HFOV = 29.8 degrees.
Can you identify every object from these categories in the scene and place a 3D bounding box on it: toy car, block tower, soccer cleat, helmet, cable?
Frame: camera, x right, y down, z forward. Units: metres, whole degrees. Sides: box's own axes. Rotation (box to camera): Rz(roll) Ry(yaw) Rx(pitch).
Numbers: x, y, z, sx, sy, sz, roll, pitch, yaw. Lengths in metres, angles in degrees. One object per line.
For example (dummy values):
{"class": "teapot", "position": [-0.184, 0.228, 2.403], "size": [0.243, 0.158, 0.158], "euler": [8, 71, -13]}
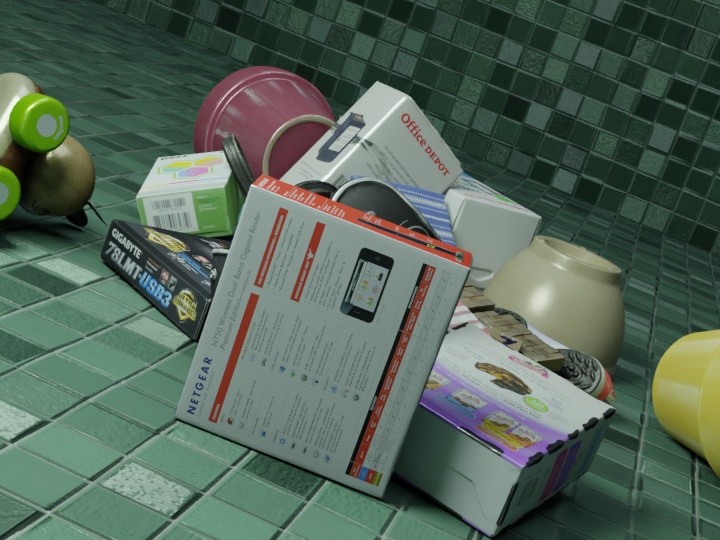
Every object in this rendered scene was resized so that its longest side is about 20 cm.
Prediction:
{"class": "toy car", "position": [-0.334, -0.088, 1.388], "size": [0.164, 0.159, 0.200], "euler": [21, -16, 45]}
{"class": "block tower", "position": [0.135, 0.068, 1.526], "size": [0.054, 0.058, 0.200], "euler": [-6, 34, -44]}
{"class": "soccer cleat", "position": [0.206, 0.105, 1.563], "size": [0.199, 0.069, 0.073], "euler": [27, -10, 40]}
{"class": "helmet", "position": [-0.033, 0.017, 1.223], "size": [0.199, 0.191, 0.200], "euler": [37, -15, 11]}
{"class": "cable", "position": [-0.100, -0.061, 1.546], "size": [0.050, 0.202, 0.097], "euler": [-19, -6, 11]}

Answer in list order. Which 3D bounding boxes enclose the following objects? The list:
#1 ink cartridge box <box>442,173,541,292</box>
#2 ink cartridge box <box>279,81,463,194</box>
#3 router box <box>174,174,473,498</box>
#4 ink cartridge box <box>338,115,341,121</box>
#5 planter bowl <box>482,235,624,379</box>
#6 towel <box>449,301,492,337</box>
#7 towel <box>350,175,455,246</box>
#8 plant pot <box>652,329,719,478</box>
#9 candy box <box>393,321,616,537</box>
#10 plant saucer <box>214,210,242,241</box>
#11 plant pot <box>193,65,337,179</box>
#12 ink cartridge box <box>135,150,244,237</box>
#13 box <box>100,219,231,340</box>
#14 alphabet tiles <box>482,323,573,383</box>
{"class": "ink cartridge box", "position": [0.115, -0.052, 1.849], "size": [0.146, 0.147, 0.200], "euler": [11, 15, -36]}
{"class": "ink cartridge box", "position": [0.011, -0.116, 1.727], "size": [0.145, 0.200, 0.084], "euler": [48, -5, -35]}
{"class": "router box", "position": [-0.029, 0.051, 1.053], "size": [0.178, 0.202, 0.049], "euler": [21, 15, 2]}
{"class": "ink cartridge box", "position": [-0.017, -0.120, 1.891], "size": [0.050, 0.164, 0.200], "euler": [13, 13, -9]}
{"class": "planter bowl", "position": [0.255, 0.038, 1.728], "size": [0.198, 0.136, 0.200], "euler": [20, 13, -5]}
{"class": "towel", "position": [0.058, 0.066, 1.364], "size": [0.145, 0.030, 0.200], "euler": [-8, 45, -38]}
{"class": "towel", "position": [0.060, -0.018, 1.649], "size": [0.144, 0.024, 0.202], "euler": [11, 55, -32]}
{"class": "plant pot", "position": [0.423, 0.143, 1.474], "size": [0.199, 0.203, 0.188], "euler": [15, -3, -25]}
{"class": "candy box", "position": [0.102, 0.129, 1.167], "size": [0.167, 0.072, 0.199], "euler": [30, 23, 25]}
{"class": "plant saucer", "position": [-0.147, -0.051, 1.701], "size": [0.198, 0.028, 0.200], "euler": [19, 12, -4]}
{"class": "plant pot", "position": [-0.104, -0.162, 1.810], "size": [0.198, 0.202, 0.179], "euler": [14, 9, -29]}
{"class": "ink cartridge box", "position": [-0.192, -0.098, 1.593], "size": [0.103, 0.060, 0.200], "euler": [-6, 22, 5]}
{"class": "box", "position": [-0.135, 0.018, 1.385], "size": [0.197, 0.050, 0.200], "euler": [8, 18, -42]}
{"class": "alphabet tiles", "position": [0.116, 0.103, 1.392], "size": [0.198, 0.008, 0.167], "euler": [24, 33, 10]}
